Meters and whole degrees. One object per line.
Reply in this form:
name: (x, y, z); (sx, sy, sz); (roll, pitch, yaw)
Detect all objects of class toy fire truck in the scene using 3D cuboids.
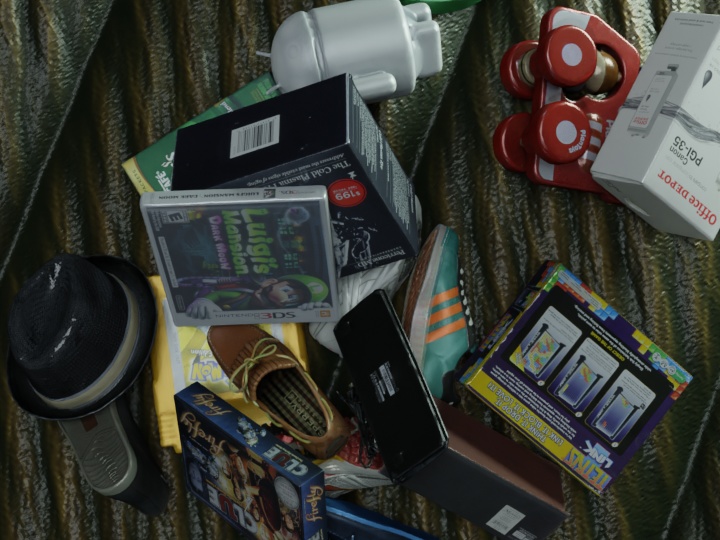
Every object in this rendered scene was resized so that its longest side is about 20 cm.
toy fire truck: (0.247, -0.180, 1.405); (0.167, 0.112, 0.201); (9, 85, -21)

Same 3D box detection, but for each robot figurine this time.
robot figurine: (-0.012, -0.236, 1.402); (0.199, 0.170, 0.113); (-12, 128, -4)

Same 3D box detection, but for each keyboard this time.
keyboard: (0.028, 0.124, 1.319); (0.104, 0.040, 0.201); (-38, 53, 23)

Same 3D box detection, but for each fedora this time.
fedora: (-0.315, 0.056, 1.366); (0.199, 0.092, 0.202); (-8, 60, 14)

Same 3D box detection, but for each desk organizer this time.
desk organizer: (0.121, 0.213, 1.363); (0.199, 0.077, 0.072); (31, 120, -16)

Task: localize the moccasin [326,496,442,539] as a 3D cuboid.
moccasin: (0.013, 0.295, 1.349); (0.199, 0.080, 0.068); (25, 89, -13)

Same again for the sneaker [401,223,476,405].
sneaker: (0.091, 0.052, 1.402); (0.079, 0.071, 0.201); (13, 82, -12)

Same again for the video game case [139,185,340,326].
video game case: (-0.117, -0.010, 1.298); (0.181, 0.200, 0.023); (-2, 51, 2)

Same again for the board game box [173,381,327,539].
board game box: (-0.113, 0.217, 1.316); (0.035, 0.136, 0.200); (-29, 41, -34)

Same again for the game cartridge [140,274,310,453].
game cartridge: (-0.147, 0.094, 1.421); (0.175, 0.032, 0.201); (-9, 83, 2)

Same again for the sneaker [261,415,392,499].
sneaker: (-0.027, 0.209, 1.390); (0.199, 0.082, 0.078); (3, 41, -9)

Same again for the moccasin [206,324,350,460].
moccasin: (-0.094, 0.118, 1.347); (0.074, 0.078, 0.201); (-39, 62, -4)

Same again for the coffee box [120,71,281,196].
coffee box: (-0.154, -0.119, 1.436); (0.199, 0.044, 0.123); (-31, 84, -1)

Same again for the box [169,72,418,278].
box: (-0.064, -0.080, 1.316); (0.199, 0.182, 0.105); (-16, 49, 18)

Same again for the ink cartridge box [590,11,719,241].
ink cartridge box: (0.355, -0.152, 1.365); (0.146, 0.083, 0.201); (31, 84, -36)

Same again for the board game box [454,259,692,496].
board game box: (0.228, 0.115, 1.365); (0.200, 0.057, 0.166); (40, 88, -11)

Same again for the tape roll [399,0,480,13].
tape roll: (0.086, -0.396, 1.452); (0.199, 0.048, 0.202); (0, 85, 2)

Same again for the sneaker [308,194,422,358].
sneaker: (0.000, 0.000, 1.400); (0.099, 0.078, 0.201); (24, 90, 13)

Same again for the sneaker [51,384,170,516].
sneaker: (-0.276, 0.179, 1.404); (0.075, 0.106, 0.201); (-27, 54, 3)
